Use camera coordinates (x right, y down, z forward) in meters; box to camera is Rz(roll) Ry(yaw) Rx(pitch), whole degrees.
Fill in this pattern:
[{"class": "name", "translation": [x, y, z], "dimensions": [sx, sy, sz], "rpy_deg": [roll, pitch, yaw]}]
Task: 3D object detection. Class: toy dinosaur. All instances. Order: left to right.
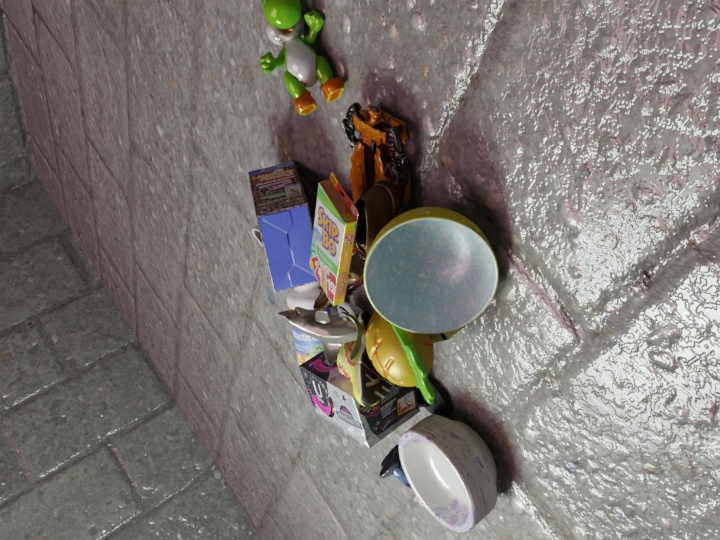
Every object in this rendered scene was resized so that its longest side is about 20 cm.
[{"class": "toy dinosaur", "translation": [0.000, 0.000, 1.284], "dimensions": [0.136, 0.195, 0.088], "rpy_deg": [71, -172, -59]}]

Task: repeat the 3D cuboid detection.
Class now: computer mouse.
[{"class": "computer mouse", "translation": [0.006, 0.140, 1.469], "dimensions": [0.109, 0.043, 0.204], "rpy_deg": [33, 145, 49]}]

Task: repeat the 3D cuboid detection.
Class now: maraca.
[{"class": "maraca", "translation": [0.070, 0.130, 1.163], "dimensions": [0.139, 0.105, 0.200], "rpy_deg": [65, 173, -30]}]

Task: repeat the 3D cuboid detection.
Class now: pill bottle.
[{"class": "pill bottle", "translation": [-0.091, 0.090, 1.500], "dimensions": [0.111, 0.110, 0.205], "rpy_deg": [14, 118, 53]}]

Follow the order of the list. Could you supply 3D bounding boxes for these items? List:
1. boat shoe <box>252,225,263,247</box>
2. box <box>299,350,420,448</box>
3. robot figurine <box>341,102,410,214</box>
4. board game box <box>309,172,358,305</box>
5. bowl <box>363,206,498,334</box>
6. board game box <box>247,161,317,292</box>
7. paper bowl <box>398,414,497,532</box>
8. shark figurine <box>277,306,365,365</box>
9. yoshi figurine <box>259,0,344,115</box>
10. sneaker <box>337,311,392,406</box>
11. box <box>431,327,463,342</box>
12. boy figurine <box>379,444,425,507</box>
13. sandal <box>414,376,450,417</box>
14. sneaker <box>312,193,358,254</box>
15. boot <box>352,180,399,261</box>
[{"class": "boat shoe", "translation": [-0.164, -0.023, 1.580], "dimensions": [0.201, 0.065, 0.074], "rpy_deg": [51, 149, 19]}, {"class": "box", "translation": [-0.006, 0.219, 1.367], "dimensions": [0.198, 0.131, 0.117], "rpy_deg": [16, 129, 56]}, {"class": "robot figurine", "translation": [0.029, -0.168, 1.153], "dimensions": [0.144, 0.058, 0.203], "rpy_deg": [38, 144, 36]}, {"class": "board game box", "translation": [-0.044, -0.047, 1.147], "dimensions": [0.096, 0.029, 0.203], "rpy_deg": [56, 148, 35]}, {"class": "bowl", "translation": [0.103, -0.019, 1.086], "dimensions": [0.109, 0.194, 0.204], "rpy_deg": [-85, -9, -55]}, {"class": "board game box", "translation": [-0.144, -0.086, 1.382], "dimensions": [0.201, 0.094, 0.163], "rpy_deg": [-113, 12, -59]}, {"class": "paper bowl", "translation": [0.167, 0.355, 1.323], "dimensions": [0.200, 0.103, 0.204], "rpy_deg": [39, 144, 35]}, {"class": "shark figurine", "translation": [-0.038, 0.116, 1.228], "dimensions": [0.212, 0.126, 0.092], "rpy_deg": [7, 83, 51]}, {"class": "yoshi figurine", "translation": [-0.105, -0.363, 1.172], "dimensions": [0.111, 0.111, 0.204], "rpy_deg": [-27, 89, 45]}, {"class": "sneaker", "translation": [0.000, 0.166, 1.261], "dimensions": [0.090, 0.202, 0.078], "rpy_deg": [-39, 116, 22]}, {"class": "box", "translation": [0.098, 0.090, 1.267], "dimensions": [0.077, 0.050, 0.199], "rpy_deg": [62, 151, 0]}, {"class": "boy figurine", "translation": [0.131, 0.430, 1.450], "dimensions": [0.199, 0.065, 0.125], "rpy_deg": [40, -164, -9]}, {"class": "sandal", "translation": [0.091, 0.214, 1.384], "dimensions": [0.200, 0.047, 0.076], "rpy_deg": [41, 146, 32]}, {"class": "sneaker", "translation": [-0.028, -0.043, 1.342], "dimensions": [0.107, 0.066, 0.206], "rpy_deg": [24, 131, 51]}, {"class": "boot", "translation": [0.019, -0.032, 1.136], "dimensions": [0.072, 0.075, 0.204], "rpy_deg": [18, 126, 34]}]
